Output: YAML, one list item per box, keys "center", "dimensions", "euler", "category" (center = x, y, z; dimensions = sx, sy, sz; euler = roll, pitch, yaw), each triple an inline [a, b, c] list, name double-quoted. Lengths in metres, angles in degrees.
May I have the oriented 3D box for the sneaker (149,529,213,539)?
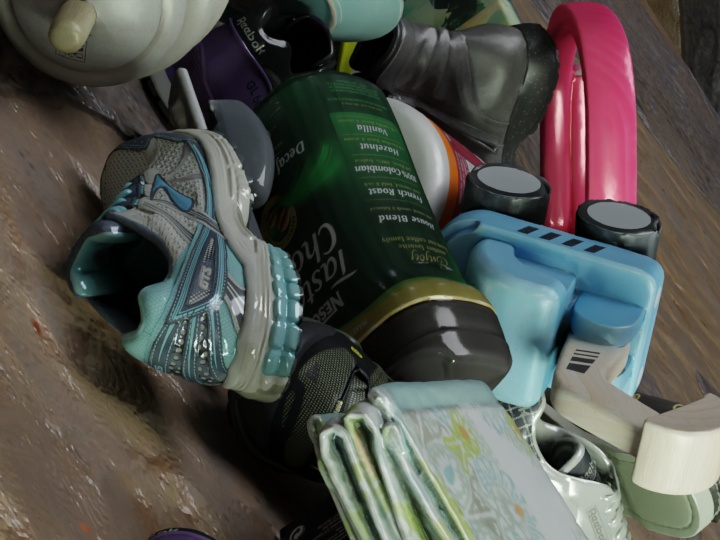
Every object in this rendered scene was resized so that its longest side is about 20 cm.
- center: [-0.012, 0.174, 1.103]
  dimensions: [0.200, 0.076, 0.088]
  euler: [50, 9, -18]
  category: "sneaker"

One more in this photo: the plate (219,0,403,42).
- center: [-0.071, -0.176, 1.620]
  dimensions: [0.199, 0.026, 0.200]
  euler: [21, -19, 7]
  category: "plate"

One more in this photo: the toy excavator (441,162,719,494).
- center: [0.110, 0.042, 1.491]
  dimensions: [0.194, 0.100, 0.200]
  euler: [17, 26, 13]
  category: "toy excavator"

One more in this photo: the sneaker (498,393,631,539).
- center: [0.121, 0.148, 1.606]
  dimensions: [0.200, 0.080, 0.077]
  euler: [49, 13, -27]
  category: "sneaker"

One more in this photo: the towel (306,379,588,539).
- center: [0.057, 0.127, 1.213]
  dimensions: [0.172, 0.048, 0.200]
  euler: [60, 16, 11]
  category: "towel"

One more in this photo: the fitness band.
- center: [0.140, -0.063, 1.743]
  dimensions: [0.144, 0.037, 0.201]
  euler: [-126, -147, -76]
  category: "fitness band"

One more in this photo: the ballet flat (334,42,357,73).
- center: [-0.017, -0.179, 1.719]
  dimensions: [0.067, 0.201, 0.067]
  euler: [23, 37, 13]
  category: "ballet flat"

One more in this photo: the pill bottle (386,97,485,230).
- center: [0.042, -0.018, 1.663]
  dimensions: [0.200, 0.109, 0.110]
  euler: [33, 26, -56]
  category: "pill bottle"

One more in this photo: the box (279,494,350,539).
- center: [0.054, 0.199, 1.283]
  dimensions: [0.200, 0.079, 0.141]
  euler: [48, 18, -24]
  category: "box"

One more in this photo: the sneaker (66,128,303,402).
- center: [-0.092, -0.015, 1.291]
  dimensions: [0.086, 0.078, 0.200]
  euler: [8, 21, -25]
  category: "sneaker"

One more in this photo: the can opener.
- center: [-0.061, -0.032, 1.422]
  dimensions: [0.200, 0.067, 0.054]
  euler: [-114, -153, -51]
  category: "can opener"

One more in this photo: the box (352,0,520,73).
- center: [0.023, -0.163, 1.863]
  dimensions: [0.036, 0.144, 0.200]
  euler: [40, 20, -45]
  category: "box"

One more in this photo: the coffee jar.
- center: [0.000, 0.000, 1.495]
  dimensions: [0.085, 0.104, 0.201]
  euler: [9, 44, -44]
  category: "coffee jar"

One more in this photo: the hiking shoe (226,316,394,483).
- center: [0.018, 0.082, 1.353]
  dimensions: [0.100, 0.076, 0.200]
  euler: [14, -15, 39]
  category: "hiking shoe"

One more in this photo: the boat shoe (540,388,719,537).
- center: [0.146, 0.100, 1.657]
  dimensions: [0.201, 0.060, 0.072]
  euler: [20, -44, 51]
  category: "boat shoe"

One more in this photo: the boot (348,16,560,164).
- center: [0.033, -0.069, 1.759]
  dimensions: [0.131, 0.201, 0.070]
  euler: [-1, 28, -28]
  category: "boot"

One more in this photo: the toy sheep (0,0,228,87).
- center: [-0.123, -0.158, 1.410]
  dimensions: [0.138, 0.138, 0.200]
  euler: [51, 26, -13]
  category: "toy sheep"

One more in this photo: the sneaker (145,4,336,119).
- center: [-0.041, -0.102, 1.631]
  dimensions: [0.076, 0.087, 0.200]
  euler: [58, 14, 12]
  category: "sneaker"
